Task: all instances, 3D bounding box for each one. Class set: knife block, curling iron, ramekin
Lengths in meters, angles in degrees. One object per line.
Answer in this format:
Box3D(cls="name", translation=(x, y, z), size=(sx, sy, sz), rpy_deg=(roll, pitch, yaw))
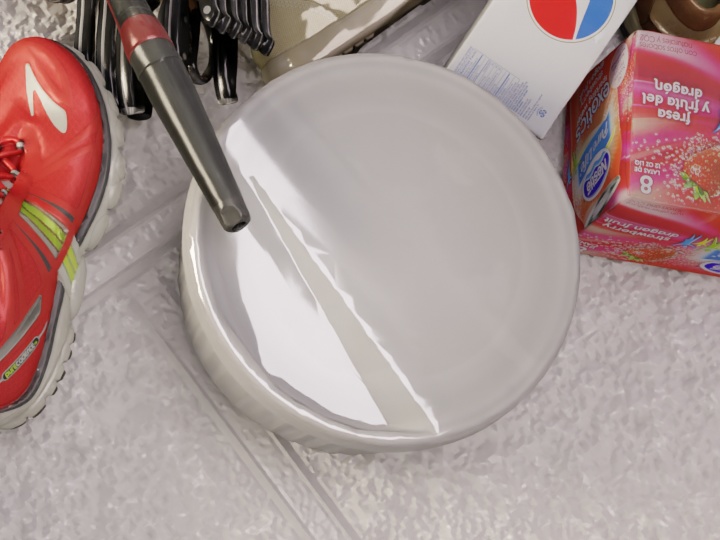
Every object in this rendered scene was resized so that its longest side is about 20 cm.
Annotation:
Box3D(cls="knife block", translation=(-0.113, -0.175, 1.486), size=(0.176, 0.064, 0.200), rpy_deg=(-51, 59, 9))
Box3D(cls="curling iron", translation=(-0.105, -0.100, 1.408), size=(0.026, 0.050, 0.200), rpy_deg=(-10, 58, -49))
Box3D(cls="ramekin", translation=(0.000, 0.000, 1.463), size=(0.202, 0.094, 0.203), rpy_deg=(5, 73, -18))

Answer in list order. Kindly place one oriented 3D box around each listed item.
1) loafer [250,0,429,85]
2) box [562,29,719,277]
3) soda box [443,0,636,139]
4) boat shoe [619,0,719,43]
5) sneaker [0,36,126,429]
Box3D(cls="loafer", translation=(0.018, -0.168, 1.528), size=(0.200, 0.076, 0.068), rpy_deg=(-36, 94, -23))
Box3D(cls="box", translation=(0.214, -0.051, 1.546), size=(0.199, 0.100, 0.096), rpy_deg=(10, 72, -16))
Box3D(cls="soda box", translation=(0.122, -0.168, 1.522), size=(0.064, 0.068, 0.200), rpy_deg=(35, 94, -3))
Box3D(cls="boat shoe", translation=(0.188, -0.211, 1.598), size=(0.075, 0.074, 0.201), rpy_deg=(10, 72, -16))
Box3D(cls="sneaker", translation=(-0.169, -0.025, 1.405), size=(0.085, 0.077, 0.201), rpy_deg=(34, 57, -53))
